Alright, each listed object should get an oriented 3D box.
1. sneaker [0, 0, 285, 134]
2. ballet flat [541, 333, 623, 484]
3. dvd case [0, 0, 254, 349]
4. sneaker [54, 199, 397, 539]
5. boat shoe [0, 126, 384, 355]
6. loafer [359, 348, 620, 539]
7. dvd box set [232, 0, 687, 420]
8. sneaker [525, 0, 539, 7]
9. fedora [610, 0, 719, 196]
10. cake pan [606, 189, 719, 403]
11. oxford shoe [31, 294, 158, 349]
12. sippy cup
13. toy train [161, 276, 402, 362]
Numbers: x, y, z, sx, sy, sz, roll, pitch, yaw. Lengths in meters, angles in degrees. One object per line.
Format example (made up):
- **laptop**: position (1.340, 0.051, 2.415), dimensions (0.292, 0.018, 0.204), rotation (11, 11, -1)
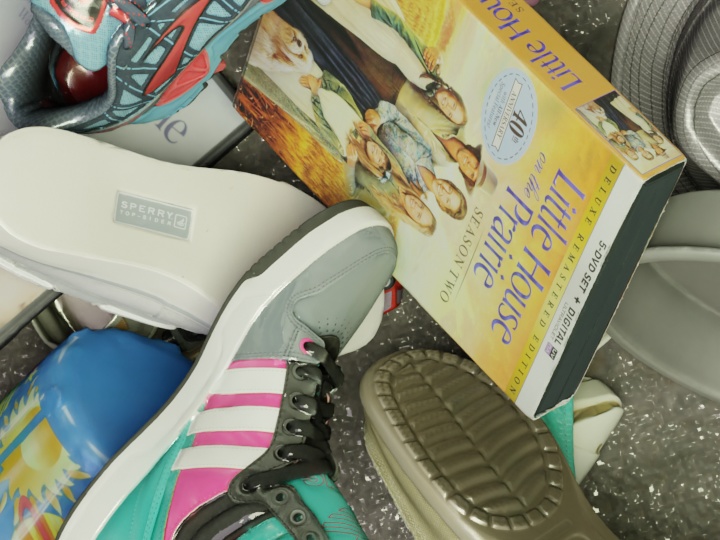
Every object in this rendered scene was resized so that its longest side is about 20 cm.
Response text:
- **sneaker**: position (-0.084, -0.114, 1.185), dimensions (0.079, 0.095, 0.200), rotation (50, 135, 14)
- **ballet flat**: position (0.082, 0.046, 1.280), dimensions (0.070, 0.067, 0.201), rotation (-11, 123, -15)
- **dvd case**: position (-0.160, -0.056, 1.276), dimensions (0.200, 0.018, 0.143), rotation (-42, 94, -18)
- **sneaker**: position (-0.023, 0.078, 1.177), dimensions (0.121, 0.084, 0.200), rotation (36, 89, 26)
- **boat shoe**: position (-0.085, -0.006, 1.250), dimensions (0.199, 0.068, 0.073), rotation (12, 77, -30)
- **loafer**: position (0.062, 0.119, 1.218), dimensions (0.200, 0.075, 0.068), rotation (52, 139, 23)
- **dvd box set**: position (0.034, -0.056, 1.187), dimensions (0.200, 0.029, 0.147), rotation (47, 141, 23)
- **sneaker**: position (-0.014, -0.141, 1.251), dimensions (0.199, 0.070, 0.083), rotation (-3, 102, 15)
- **fedora**: position (0.196, -0.063, 1.214), dimensions (0.199, 0.090, 0.178), rotation (20, 109, 7)
- **cake pan**: position (0.191, 0.022, 1.202), dimensions (0.199, 0.200, 0.037), rotation (18, 72, 7)
- **oxford shoe**: position (-0.148, -0.050, 1.315), dimensions (0.075, 0.058, 0.201), rotation (-21, 98, 21)
- **sippy cup**: position (-0.121, 0.100, 1.295), dimensions (0.140, 0.178, 0.131), rotation (43, 125, 9)
- **toy train**: position (0.000, 0.000, 1.309), dimensions (0.199, 0.034, 0.046), rotation (-25, 111, 17)
